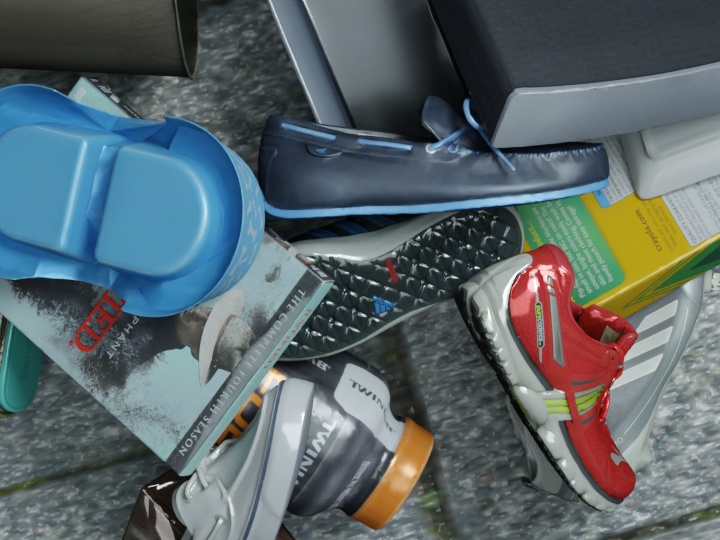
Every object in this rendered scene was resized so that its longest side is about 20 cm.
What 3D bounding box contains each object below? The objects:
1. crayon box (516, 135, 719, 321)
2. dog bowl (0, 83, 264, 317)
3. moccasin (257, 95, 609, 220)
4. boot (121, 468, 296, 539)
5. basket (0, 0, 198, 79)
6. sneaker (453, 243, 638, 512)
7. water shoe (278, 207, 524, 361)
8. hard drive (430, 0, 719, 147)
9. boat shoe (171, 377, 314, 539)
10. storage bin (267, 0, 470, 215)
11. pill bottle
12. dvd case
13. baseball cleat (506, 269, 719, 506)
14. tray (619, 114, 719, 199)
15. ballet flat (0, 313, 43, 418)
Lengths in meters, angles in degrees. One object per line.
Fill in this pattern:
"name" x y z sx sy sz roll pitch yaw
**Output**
"crayon box" 0.160 -0.044 1.376 0.200 0.052 0.126 -29 67 5
"dog bowl" -0.142 -0.039 1.261 0.200 0.050 0.112 14 93 26
"moccasin" 0.041 -0.067 1.249 0.200 0.080 0.068 -3 92 -5
"boot" -0.095 0.233 1.407 0.200 0.064 0.186 43 78 -10
"basket" -0.204 -0.190 1.325 0.200 0.136 0.181 -4 62 2
"sneaker" 0.132 0.066 1.317 0.085 0.077 0.200 -31 128 0
"water shoe" 0.000 0.000 1.332 0.200 0.079 0.072 -14 108 -1
"hard drive" 0.147 -0.145 1.252 0.200 0.042 0.135 -12 65 -19
"boat shoe" -0.079 0.140 1.309 0.065 0.074 0.200 18 123 -3
"storage bin" 0.024 -0.150 1.346 0.145 0.134 0.200 -23 98 -2
"pill bottle" -0.055 0.082 1.375 0.200 0.106 0.106 31 92 -6
"dvd case" -0.131 0.002 1.299 0.200 0.022 0.146 41 100 16
"baseball cleat" 0.154 0.051 1.403 0.106 0.070 0.200 14 94 -18
"tray" 0.186 -0.153 1.334 0.107 0.022 0.200 -20 78 25
"ballet flat" -0.216 -0.010 1.380 0.071 0.071 0.200 15 92 -6
